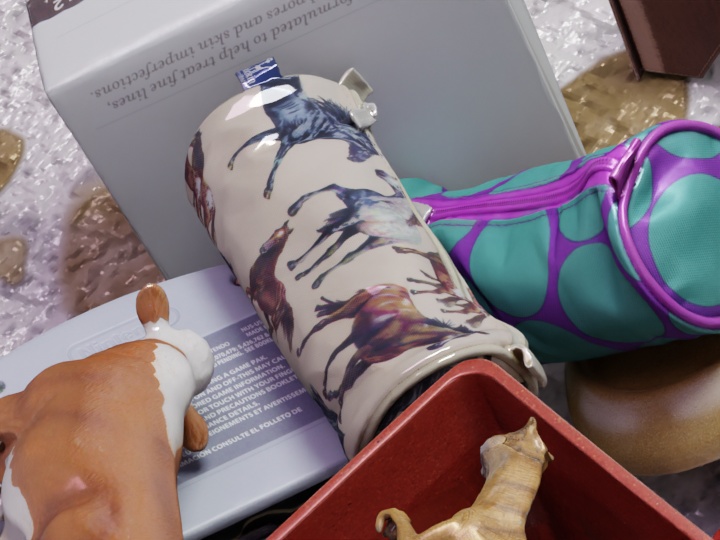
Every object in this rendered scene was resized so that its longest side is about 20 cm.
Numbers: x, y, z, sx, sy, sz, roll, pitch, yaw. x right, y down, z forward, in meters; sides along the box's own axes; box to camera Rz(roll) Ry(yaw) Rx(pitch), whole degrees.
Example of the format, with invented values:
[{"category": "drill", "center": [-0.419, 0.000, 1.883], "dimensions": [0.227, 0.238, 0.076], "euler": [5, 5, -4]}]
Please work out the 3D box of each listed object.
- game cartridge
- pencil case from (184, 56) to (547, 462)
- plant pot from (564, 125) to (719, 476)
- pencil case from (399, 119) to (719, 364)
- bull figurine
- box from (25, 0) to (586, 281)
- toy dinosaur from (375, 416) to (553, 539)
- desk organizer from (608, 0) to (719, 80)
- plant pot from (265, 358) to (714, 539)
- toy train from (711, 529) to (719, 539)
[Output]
[{"category": "game cartridge", "center": [-0.074, 0.063, 1.071], "dimensions": [0.199, 0.041, 0.133], "euler": [-24, 52, -23]}, {"category": "pencil case", "center": [0.000, 0.000, 1.051], "dimensions": [0.089, 0.078, 0.200], "euler": [-44, 46, 11]}, {"category": "plant pot", "center": [0.154, -0.005, 1.090], "dimensions": [0.200, 0.027, 0.200], "euler": [-39, 26, 22]}, {"category": "pencil case", "center": [0.076, -0.008, 1.084], "dimensions": [0.200, 0.092, 0.085], "euler": [-11, 43, 54]}, {"category": "bull figurine", "center": [-0.110, 0.081, 0.969], "dimensions": [0.121, 0.065, 0.200], "euler": [-18, 28, 4]}, {"category": "box", "center": [-0.023, -0.096, 1.193], "dimensions": [0.198, 0.200, 0.131], "euler": [-24, 46, 6]}, {"category": "toy dinosaur", "center": [0.035, 0.123, 0.838], "dimensions": [0.106, 0.060, 0.201], "euler": [-15, 49, 13]}, {"category": "desk organizer", "center": [0.193, -0.184, 1.251], "dimensions": [0.077, 0.072, 0.200], "euler": [11, 59, 30]}, {"category": "plant pot", "center": [0.056, 0.191, 0.934], "dimensions": [0.200, 0.176, 0.200], "euler": [-42, 48, -11]}, {"category": "toy train", "center": [0.151, 0.120, 1.036], "dimensions": [0.199, 0.046, 0.034], "euler": [9, 58, 31]}]
